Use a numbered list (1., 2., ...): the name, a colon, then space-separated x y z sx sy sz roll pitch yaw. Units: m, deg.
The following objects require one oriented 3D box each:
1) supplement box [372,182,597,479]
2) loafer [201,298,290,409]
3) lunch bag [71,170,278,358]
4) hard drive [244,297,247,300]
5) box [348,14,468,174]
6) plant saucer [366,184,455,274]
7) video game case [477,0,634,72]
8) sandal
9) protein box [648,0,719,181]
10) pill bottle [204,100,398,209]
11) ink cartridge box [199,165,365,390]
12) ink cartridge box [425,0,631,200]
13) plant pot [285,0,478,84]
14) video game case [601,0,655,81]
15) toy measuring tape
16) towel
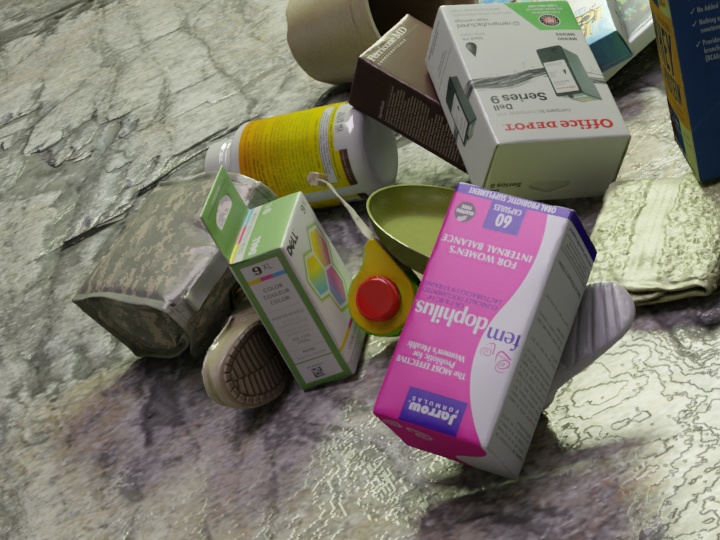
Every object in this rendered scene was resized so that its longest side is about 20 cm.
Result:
1. supplement box: 0.100 0.048 1.369 0.101 0.103 0.200 15 76 23
2. loafer: -0.102 0.075 1.632 0.068 0.076 0.200 -17 15 26
3. lunch bag: -0.165 -0.004 1.701 0.164 0.118 0.200 -56 22 -20
4. hard drive: -0.141 -0.007 1.857 0.132 0.026 0.200 -36 30 -25
5. box: 0.099 -0.176 1.823 0.200 0.075 0.100 30 50 17
6. plant saucer: 0.098 -0.025 1.611 0.199 0.031 0.200 13 22 -6
7. video game case: 0.193 -0.259 1.952 0.200 0.045 0.182 -28 40 18
8. sandal: 0.139 0.086 1.430 0.206 0.059 0.079 -30 62 6
9. protein box: 0.378 -0.214 1.606 0.198 0.200 0.135 -13 20 5
10. pill bottle: -0.067 -0.119 1.913 0.200 0.109 0.109 -9 30 25
11. ink cartridge box: -0.065 -0.002 1.592 0.059 0.200 0.104 -20 26 20
12. ink cartridge box: 0.164 -0.170 1.728 0.146 0.084 0.200 -5 51 -17
13. plant pot: 0.014 -0.311 2.144 0.183 0.201 0.200 -11 26 46
14. video game case: 0.272 -0.291 1.968 0.200 0.023 0.182 -42 37 -1
15. toy measuring tape: 0.000 0.000 1.611 0.074 0.074 0.200 -34 72 -22
16. towel: 0.272 -0.030 1.570 0.148 0.037 0.200 -7 31 27
